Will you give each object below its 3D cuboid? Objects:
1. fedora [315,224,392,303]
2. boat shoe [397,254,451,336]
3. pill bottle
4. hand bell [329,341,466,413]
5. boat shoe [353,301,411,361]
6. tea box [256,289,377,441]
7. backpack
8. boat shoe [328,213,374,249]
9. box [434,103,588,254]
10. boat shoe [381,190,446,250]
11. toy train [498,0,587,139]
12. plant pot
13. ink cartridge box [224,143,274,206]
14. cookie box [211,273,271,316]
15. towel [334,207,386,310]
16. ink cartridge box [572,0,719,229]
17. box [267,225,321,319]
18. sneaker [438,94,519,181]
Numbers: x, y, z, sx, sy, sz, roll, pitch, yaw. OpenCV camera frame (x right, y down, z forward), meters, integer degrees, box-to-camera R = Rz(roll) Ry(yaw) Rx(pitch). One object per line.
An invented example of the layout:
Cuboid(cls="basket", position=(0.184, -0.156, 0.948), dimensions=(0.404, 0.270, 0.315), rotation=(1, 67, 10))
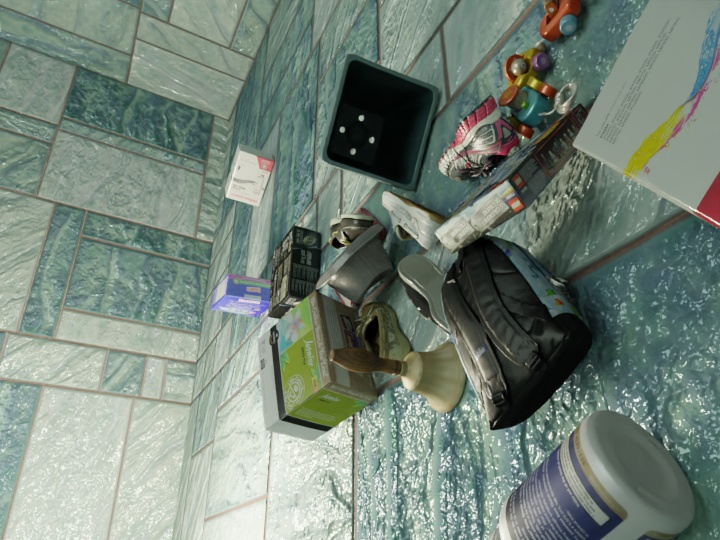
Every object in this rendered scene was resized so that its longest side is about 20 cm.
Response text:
Cuboid(cls="fedora", position=(0.000, 0.000, 1.087), dimensions=(0.176, 0.091, 0.200), rotation=(-43, -1, -20))
Cuboid(cls="boat shoe", position=(0.122, 0.051, 0.862), dimensions=(0.200, 0.073, 0.061), rotation=(43, 159, 46))
Cuboid(cls="pill bottle", position=(0.200, 0.238, 0.532), dimensions=(0.203, 0.108, 0.113), rotation=(-60, 29, 31))
Cuboid(cls="hand bell", position=(0.046, 0.138, 0.817), dimensions=(0.104, 0.195, 0.107), rotation=(-42, 40, 49))
Cuboid(cls="boat shoe", position=(0.032, 0.112, 1.028), dimensions=(0.075, 0.061, 0.200), rotation=(-70, 24, 15))
Cuboid(cls="tea box", position=(-0.091, 0.189, 1.101), dimensions=(0.195, 0.132, 0.204), rotation=(-38, 46, 26))
Cuboid(cls="backpack", position=(0.174, 0.053, 0.674), dimensions=(0.201, 0.150, 0.166), rotation=(53, 130, 35))
Cuboid(cls="boat shoe", position=(-0.020, -0.081, 1.187), dimensions=(0.201, 0.069, 0.063), rotation=(175, 103, -74))
Cuboid(cls="box", position=(0.188, -0.111, 0.682), dimensions=(0.200, 0.040, 0.136), rotation=(-43, 3, -34))
Cuboid(cls="boat shoe", position=(0.082, -0.090, 1.011), dimensions=(0.071, 0.069, 0.200), rotation=(-68, 26, 12))
Cuboid(cls="toy train", position=(0.237, -0.281, 0.753), dimensions=(0.150, 0.054, 0.205), rotation=(137, 149, -60))
Cuboid(cls="plant pot", position=(0.015, -0.284, 1.132), dimensions=(0.200, 0.191, 0.202), rotation=(-152, 77, -73))
Cuboid(cls="ink cartridge box", position=(-0.438, -0.373, 2.218), dimensions=(0.204, 0.142, 0.083), rotation=(-65, 26, 24))
Cuboid(cls="cookie box", position=(-0.376, 0.083, 1.819), dimensions=(0.199, 0.166, 0.078), rotation=(-29, 54, 57))
Cuboid(cls="towel", position=(-0.008, -0.023, 1.236), dimensions=(0.205, 0.022, 0.144), rotation=(-71, 24, 14))
Cuboid(cls="ink cartridge box", position=(0.303, -0.112, 0.443), dimensions=(0.148, 0.141, 0.201), rotation=(-65, 27, 21))
Cuboid(cls="box", position=(-0.178, 0.012, 1.515), dimensions=(0.163, 0.084, 0.206), rotation=(-41, 42, 53))
Cuboid(cls="sneaker", position=(0.168, -0.168, 0.819), dimensions=(0.080, 0.075, 0.200), rotation=(-40, -6, -6))
